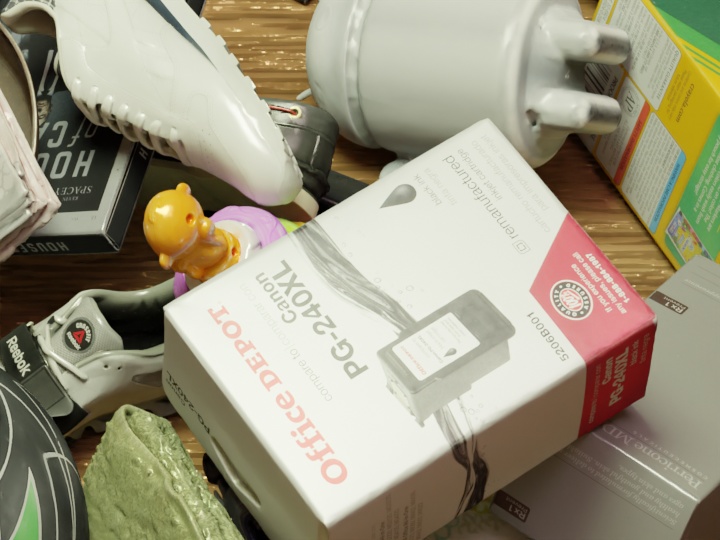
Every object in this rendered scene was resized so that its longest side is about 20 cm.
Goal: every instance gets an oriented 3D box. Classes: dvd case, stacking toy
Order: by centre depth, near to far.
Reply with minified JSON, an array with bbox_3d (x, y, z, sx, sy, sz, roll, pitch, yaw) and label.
[{"bbox_3d":[-0.053,0.009,1.518,0.110,0.200,0.116,2,70,35],"label":"stacking toy"},{"bbox_3d":[-0.170,-0.097,1.632,0.150,0.025,0.200,-2,56,31],"label":"dvd case"}]

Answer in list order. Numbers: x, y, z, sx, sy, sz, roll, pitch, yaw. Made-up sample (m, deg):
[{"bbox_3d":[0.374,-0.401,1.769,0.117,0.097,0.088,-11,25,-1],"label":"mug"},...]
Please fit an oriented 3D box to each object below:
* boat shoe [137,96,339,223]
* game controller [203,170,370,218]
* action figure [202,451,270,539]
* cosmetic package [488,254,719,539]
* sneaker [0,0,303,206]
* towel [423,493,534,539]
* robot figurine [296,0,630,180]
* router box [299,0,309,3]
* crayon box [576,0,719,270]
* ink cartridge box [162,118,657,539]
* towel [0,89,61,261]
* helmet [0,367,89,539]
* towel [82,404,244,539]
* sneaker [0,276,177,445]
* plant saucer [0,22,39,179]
[{"bbox_3d":[-0.102,-0.071,1.640,0.201,0.074,0.063,9,70,31],"label":"boat shoe"},{"bbox_3d":[0.000,0.000,1.656,0.200,0.042,0.104,21,66,10],"label":"game controller"},{"bbox_3d":[-0.009,0.167,1.442,0.130,0.069,0.200,-11,56,-22],"label":"action figure"},{"bbox_3d":[0.166,0.082,1.544,0.107,0.090,0.200,30,34,16],"label":"cosmetic package"},{"bbox_3d":[-0.107,-0.095,1.548,0.080,0.076,0.200,-36,62,-12],"label":"sneaker"},{"bbox_3d":[0.038,0.170,1.513,0.171,0.048,0.200,38,56,20],"label":"towel"},{"bbox_3d":[0.053,-0.121,1.688,0.200,0.113,0.170,10,91,25],"label":"robot figurine"},{"bbox_3d":[-0.004,-0.280,1.768,0.051,0.200,0.149,28,53,12],"label":"router box"},{"bbox_3d":[0.198,-0.072,1.675,0.051,0.126,0.200,-14,55,-27],"label":"crayon box"},{"bbox_3d":[0.022,0.041,1.428,0.200,0.083,0.145,-31,66,-18],"label":"ink cartridge box"},{"bbox_3d":[-0.274,-0.043,1.577,0.200,0.032,0.191,-40,58,13],"label":"towel"},{"bbox_3d":[-0.224,0.138,1.410,0.190,0.200,0.200,-17,56,-24],"label":"helmet"},{"bbox_3d":[-0.094,0.177,1.426,0.036,0.149,0.200,5,35,-41],"label":"towel"},{"bbox_3d":[-0.165,0.053,1.555,0.200,0.089,0.074,-26,61,-24],"label":"sneaker"},{"bbox_3d":[-0.251,-0.054,1.603,0.200,0.032,0.201,-10,68,28],"label":"plant saucer"}]
